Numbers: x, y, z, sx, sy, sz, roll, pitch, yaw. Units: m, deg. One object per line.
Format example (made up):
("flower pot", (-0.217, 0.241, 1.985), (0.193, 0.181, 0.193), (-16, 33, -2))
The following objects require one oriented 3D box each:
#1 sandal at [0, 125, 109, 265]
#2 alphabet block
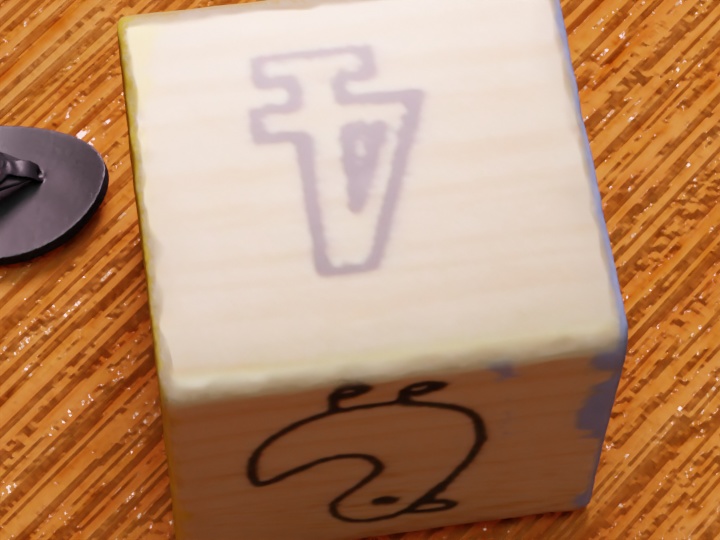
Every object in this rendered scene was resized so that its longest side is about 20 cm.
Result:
("sandal", (-0.225, -0.049, 1.279), (0.199, 0.045, 0.075), (6, 63, 2))
("alphabet block", (0.000, 0.000, 1.180), (0.199, 0.196, 0.197), (-7, 62, -4))
